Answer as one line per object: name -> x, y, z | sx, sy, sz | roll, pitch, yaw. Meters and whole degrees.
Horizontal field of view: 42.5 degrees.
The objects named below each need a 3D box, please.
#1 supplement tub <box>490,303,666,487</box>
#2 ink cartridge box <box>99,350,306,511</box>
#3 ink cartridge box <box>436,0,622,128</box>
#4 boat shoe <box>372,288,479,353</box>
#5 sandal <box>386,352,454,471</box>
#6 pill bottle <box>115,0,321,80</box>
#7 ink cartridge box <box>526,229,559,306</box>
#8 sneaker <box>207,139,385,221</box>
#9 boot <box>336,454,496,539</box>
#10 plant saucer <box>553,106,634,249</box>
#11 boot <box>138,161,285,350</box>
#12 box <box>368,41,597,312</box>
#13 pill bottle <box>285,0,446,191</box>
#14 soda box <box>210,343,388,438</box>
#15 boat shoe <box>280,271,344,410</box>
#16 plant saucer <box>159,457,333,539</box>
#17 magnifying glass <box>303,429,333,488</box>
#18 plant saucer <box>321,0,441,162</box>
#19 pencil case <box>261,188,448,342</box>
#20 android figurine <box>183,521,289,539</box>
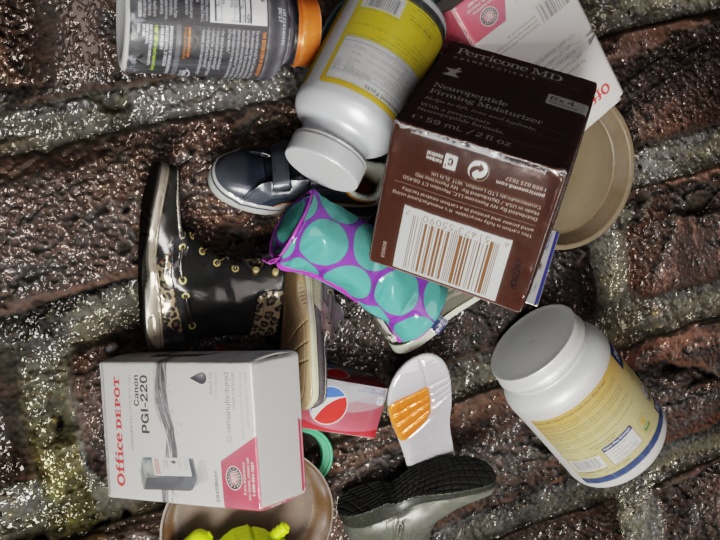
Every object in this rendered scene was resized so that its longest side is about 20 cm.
supplement tub -> 0.266, 0.153, 1.135 | 0.144, 0.144, 0.200 | -46, 111, -8
ink cartridge box -> -0.162, 0.157, 0.938 | 0.085, 0.199, 0.147 | -5, 91, -59
ink cartridge box -> 0.182, -0.239, 1.035 | 0.146, 0.083, 0.201 | -39, 111, -15
boat shoe -> 0.103, 0.012, 1.089 | 0.201, 0.072, 0.060 | -40, 115, -6
sandal -> 0.068, 0.174, 1.117 | 0.079, 0.059, 0.208 | -15, 126, -10
pill bottle -> -0.141, -0.248, 0.935 | 0.198, 0.106, 0.107 | 0, 99, -20
ink cartridge box -> 0.118, -0.031, 1.053 | 0.199, 0.039, 0.100 | 22, 70, 2
sneaker -> -0.060, -0.105, 0.995 | 0.198, 0.079, 0.079 | 5, 60, -26
boot -> 0.075, 0.305, 1.119 | 0.198, 0.068, 0.131 | -16, 117, 3
plant saucer -> 0.248, -0.127, 1.143 | 0.198, 0.029, 0.202 | -4, 101, -19
boot -> -0.158, -0.013, 0.987 | 0.149, 0.073, 0.202 | 0, 103, -19
box -> 0.124, -0.099, 0.927 | 0.165, 0.200, 0.165 | 18, 129, 11
pill bottle -> 0.002, -0.186, 0.937 | 0.112, 0.112, 0.201 | 31, 74, -22
soda box -> -0.074, 0.137, 1.045 | 0.198, 0.070, 0.064 | 12, 98, -22
boat shoe -> -0.049, 0.052, 1.006 | 0.064, 0.072, 0.201 | 8, 59, -29
plant saucer -> -0.130, 0.283, 1.058 | 0.198, 0.032, 0.202 | -6, 111, -16
magnifying glass -> -0.127, 0.215, 1.068 | 0.198, 0.022, 0.080 | 5, 98, -23
plant saucer -> 0.037, -0.223, 1.044 | 0.198, 0.036, 0.202 | -4, 100, -21
pencil case -> 0.000, 0.000, 0.976 | 0.199, 0.085, 0.093 | 33, 83, -22
android figurine -> -0.144, 0.364, 1.043 | 0.200, 0.041, 0.182 | -41, 115, 0
